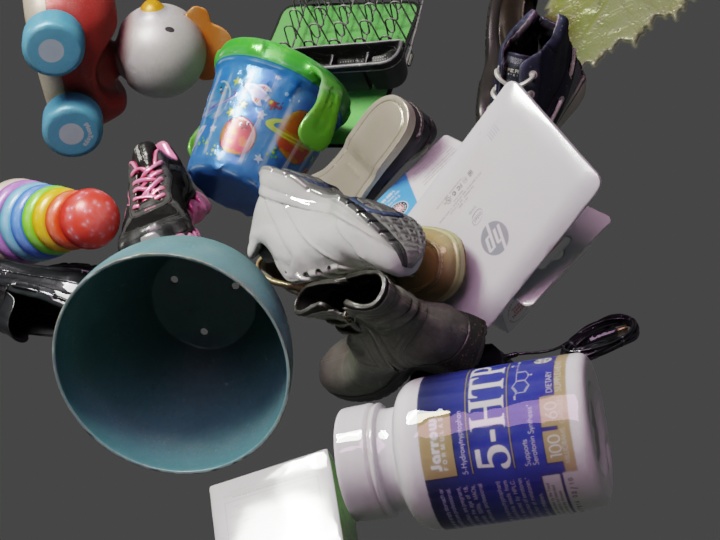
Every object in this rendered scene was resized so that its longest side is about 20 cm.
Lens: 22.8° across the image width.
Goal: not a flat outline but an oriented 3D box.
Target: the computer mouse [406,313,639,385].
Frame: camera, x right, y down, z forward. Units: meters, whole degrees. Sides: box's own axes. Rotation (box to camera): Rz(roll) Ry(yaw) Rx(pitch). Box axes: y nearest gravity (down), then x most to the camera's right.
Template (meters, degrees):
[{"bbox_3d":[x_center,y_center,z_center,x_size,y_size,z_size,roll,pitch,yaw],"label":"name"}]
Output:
[{"bbox_3d":[0.134,0.078,1.471,0.199,0.034,0.059,-14,27,4],"label":"computer mouse"}]

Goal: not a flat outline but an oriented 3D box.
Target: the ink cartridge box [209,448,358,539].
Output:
[{"bbox_3d":[-0.051,0.245,1.378,0.103,0.059,0.201,-18,47,7],"label":"ink cartridge box"}]

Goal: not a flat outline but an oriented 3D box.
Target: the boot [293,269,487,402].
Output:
[{"bbox_3d":[-0.003,0.044,1.437,0.199,0.130,0.068,-19,51,51],"label":"boot"}]

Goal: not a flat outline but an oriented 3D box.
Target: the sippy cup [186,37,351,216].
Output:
[{"bbox_3d":[-0.094,-0.126,1.665,0.139,0.178,0.131,23,71,3],"label":"sippy cup"}]

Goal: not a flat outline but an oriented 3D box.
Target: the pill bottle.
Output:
[{"bbox_3d":[0.086,0.136,1.375,0.199,0.120,0.120,-10,48,14],"label":"pill bottle"}]

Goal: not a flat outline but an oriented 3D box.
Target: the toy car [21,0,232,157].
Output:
[{"bbox_3d":[-0.230,-0.235,1.799,0.198,0.178,0.185,-9,36,-2],"label":"toy car"}]

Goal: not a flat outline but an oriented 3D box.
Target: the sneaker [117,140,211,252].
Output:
[{"bbox_3d":[-0.189,-0.067,1.625,0.078,0.096,0.200,-17,15,4],"label":"sneaker"}]

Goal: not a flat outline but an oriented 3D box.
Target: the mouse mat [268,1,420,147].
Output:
[{"bbox_3d":[-0.035,-0.197,1.785,0.160,0.008,0.201,2,53,24],"label":"mouse mat"}]

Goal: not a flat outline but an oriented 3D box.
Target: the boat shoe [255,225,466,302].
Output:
[{"bbox_3d":[0.000,0.000,1.494,0.199,0.062,0.074,-7,81,42],"label":"boat shoe"}]

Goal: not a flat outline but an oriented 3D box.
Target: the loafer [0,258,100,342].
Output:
[{"bbox_3d":[-0.321,0.031,1.663,0.199,0.068,0.071,1,42,18],"label":"loafer"}]

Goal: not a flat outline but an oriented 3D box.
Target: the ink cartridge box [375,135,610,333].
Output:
[{"bbox_3d":[0.114,-0.026,1.536,0.115,0.068,0.200,-44,49,-18],"label":"ink cartridge box"}]

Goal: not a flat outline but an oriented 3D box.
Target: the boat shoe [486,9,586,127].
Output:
[{"bbox_3d":[0.126,-0.133,1.515,0.074,0.093,0.201,12,54,28],"label":"boat shoe"}]

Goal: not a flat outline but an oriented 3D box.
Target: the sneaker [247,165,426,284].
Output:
[{"bbox_3d":[-0.020,-0.022,1.438,0.200,0.074,0.088,24,97,51],"label":"sneaker"}]

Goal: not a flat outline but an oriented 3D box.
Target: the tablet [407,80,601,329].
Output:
[{"bbox_3d":[0.101,-0.040,1.459,0.200,0.014,0.130,-53,56,25],"label":"tablet"}]

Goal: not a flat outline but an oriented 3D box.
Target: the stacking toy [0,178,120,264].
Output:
[{"bbox_3d":[-0.282,-0.044,1.649,0.085,0.085,0.200,-49,24,-21],"label":"stacking toy"}]

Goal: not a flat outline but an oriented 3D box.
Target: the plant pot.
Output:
[{"bbox_3d":[-0.145,0.051,1.512,0.199,0.201,0.135,-10,22,14],"label":"plant pot"}]

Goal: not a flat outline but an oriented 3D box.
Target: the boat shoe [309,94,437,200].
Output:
[{"bbox_3d":[-0.005,-0.069,1.606,0.200,0.063,0.073,-49,54,20],"label":"boat shoe"}]

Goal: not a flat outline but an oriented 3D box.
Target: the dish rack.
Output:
[{"bbox_3d":[-0.008,-0.257,1.784,0.152,0.055,0.201,-1,51,21],"label":"dish rack"}]

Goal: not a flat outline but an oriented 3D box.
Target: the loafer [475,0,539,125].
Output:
[{"bbox_3d":[0.152,-0.191,1.670,0.071,0.073,0.201,2,57,11],"label":"loafer"}]
